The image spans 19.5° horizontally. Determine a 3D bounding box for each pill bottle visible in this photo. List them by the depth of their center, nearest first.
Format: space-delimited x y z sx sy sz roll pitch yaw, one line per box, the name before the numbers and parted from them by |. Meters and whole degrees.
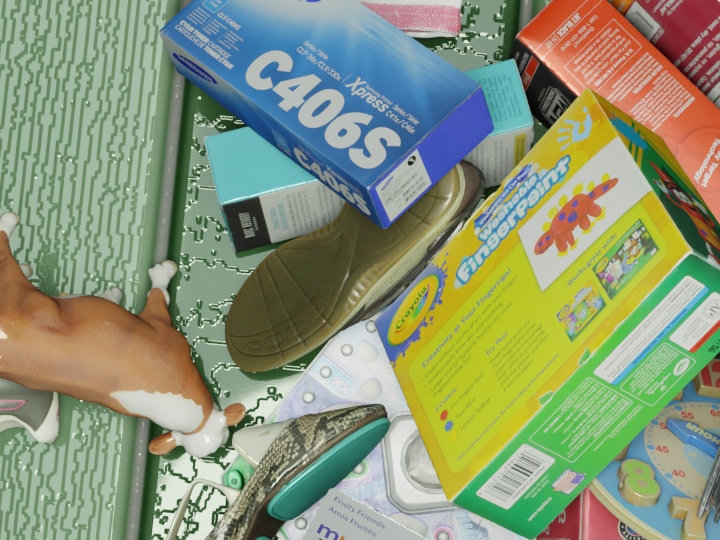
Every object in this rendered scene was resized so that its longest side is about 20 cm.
pill bottle | 0.257 -0.145 1.314 0.113 0.113 0.200 -43 85 -5

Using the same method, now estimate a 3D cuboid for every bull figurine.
bull figurine | -0.156 0.044 1.284 0.065 0.200 0.122 -44 42 29

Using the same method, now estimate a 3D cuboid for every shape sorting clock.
shape sorting clock | 0.218 0.111 1.231 0.199 0.200 0.039 15 119 2

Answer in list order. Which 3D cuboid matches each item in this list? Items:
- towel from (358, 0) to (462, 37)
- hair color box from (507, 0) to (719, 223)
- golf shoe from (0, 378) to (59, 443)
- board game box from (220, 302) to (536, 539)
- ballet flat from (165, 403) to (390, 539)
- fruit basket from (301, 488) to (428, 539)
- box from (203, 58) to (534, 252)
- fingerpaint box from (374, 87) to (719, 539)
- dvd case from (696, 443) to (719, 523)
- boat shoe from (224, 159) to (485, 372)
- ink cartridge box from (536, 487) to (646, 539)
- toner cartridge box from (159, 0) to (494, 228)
towel | 0.000 -0.253 1.370 0.146 0.030 0.201 4 82 0
hair color box | 0.181 -0.083 1.311 0.200 0.102 0.061 44 81 6
golf shoe | -0.285 0.093 1.303 0.200 0.077 0.088 -19 88 -2
board game box | 0.047 0.119 1.323 0.200 0.026 0.200 39 84 4
ballet flat | -0.069 0.144 1.279 0.075 0.068 0.200 38 88 20
fruit basket | 0.025 0.240 1.227 0.185 0.200 0.094 30 43 3
box | 0.007 -0.071 1.316 0.199 0.082 0.049 -14 69 -2
fingerpaint box | 0.115 0.024 1.205 0.073 0.167 0.200 28 113 -33
dvd case | 0.236 0.027 1.185 0.016 0.149 0.200 20 41 10
boat shoe | 0.000 -0.001 1.298 0.201 0.066 0.072 -42 59 26
ink cartridge box | 0.181 0.227 1.263 0.145 0.083 0.201 5 82 -16
toner cartridge box | -0.023 -0.115 1.263 0.095 0.043 0.200 -42 55 -15
